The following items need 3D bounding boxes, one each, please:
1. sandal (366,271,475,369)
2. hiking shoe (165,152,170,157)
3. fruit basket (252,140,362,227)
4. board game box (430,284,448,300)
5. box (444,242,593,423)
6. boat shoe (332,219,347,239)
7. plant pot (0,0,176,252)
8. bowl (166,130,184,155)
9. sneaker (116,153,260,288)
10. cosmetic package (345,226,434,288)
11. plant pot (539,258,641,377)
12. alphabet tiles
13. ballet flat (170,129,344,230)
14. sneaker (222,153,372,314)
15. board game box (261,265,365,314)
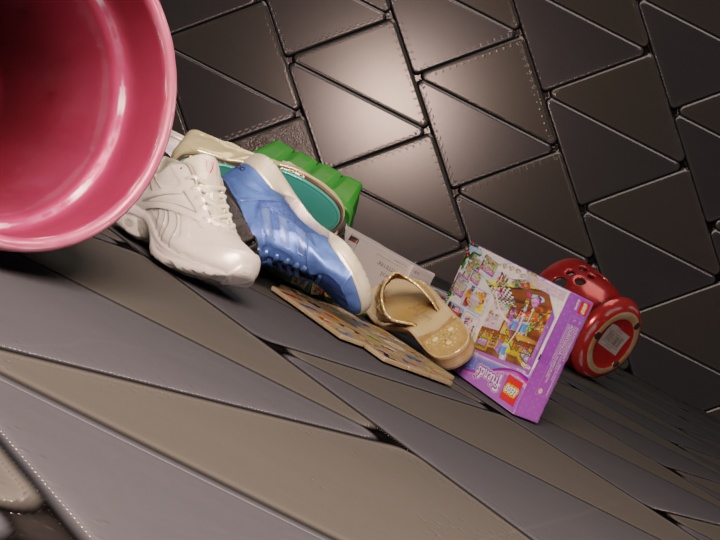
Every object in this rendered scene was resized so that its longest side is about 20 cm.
[{"bbox_3d":[0.055,0.033,1.239,0.211,0.077,0.070,39,-18,55],"label":"sandal"},{"bbox_3d":[-0.253,-0.121,1.235,0.201,0.075,0.101,53,-18,-4],"label":"hiking shoe"},{"bbox_3d":[-0.111,-0.084,1.646,0.212,0.157,0.218,7,47,-8],"label":"fruit basket"},{"bbox_3d":[0.111,0.060,1.556,0.198,0.057,0.165,24,4,-37],"label":"board game box"},{"bbox_3d":[0.155,0.062,1.204,0.039,0.139,0.200,22,6,-30],"label":"box"},{"bbox_3d":[-0.075,-0.048,1.282,0.071,0.069,0.199,27,8,26],"label":"boat shoe"},{"bbox_3d":[-0.244,-0.118,0.686,0.177,0.203,0.199,8,-9,43],"label":"plant pot"},{"bbox_3d":[-0.252,-0.135,1.450,0.199,0.091,0.201,27,3,-2],"label":"bowl"},{"bbox_3d":[-0.147,-0.052,0.975,0.077,0.101,0.199,22,6,-46],"label":"sneaker"},{"bbox_3d":[0.000,0.000,1.415,0.050,0.084,0.199,19,8,-45],"label":"cosmetic package"},{"bbox_3d":[0.445,0.105,2.214,0.199,0.202,0.182,22,15,-42],"label":"plant pot"},{"bbox_3d":[0.002,0.065,1.133,0.165,0.006,0.199,23,6,-40],"label":"alphabet tiles"},{"bbox_3d":[-0.108,-0.102,1.201,0.197,0.070,0.069,20,5,-11],"label":"ballet flat"},{"bbox_3d":[-0.084,-0.014,1.112,0.201,0.111,0.077,50,-27,4],"label":"sneaker"},{"bbox_3d":[-0.087,-0.004,1.291,0.199,0.024,0.104,28,6,41],"label":"board game box"}]
